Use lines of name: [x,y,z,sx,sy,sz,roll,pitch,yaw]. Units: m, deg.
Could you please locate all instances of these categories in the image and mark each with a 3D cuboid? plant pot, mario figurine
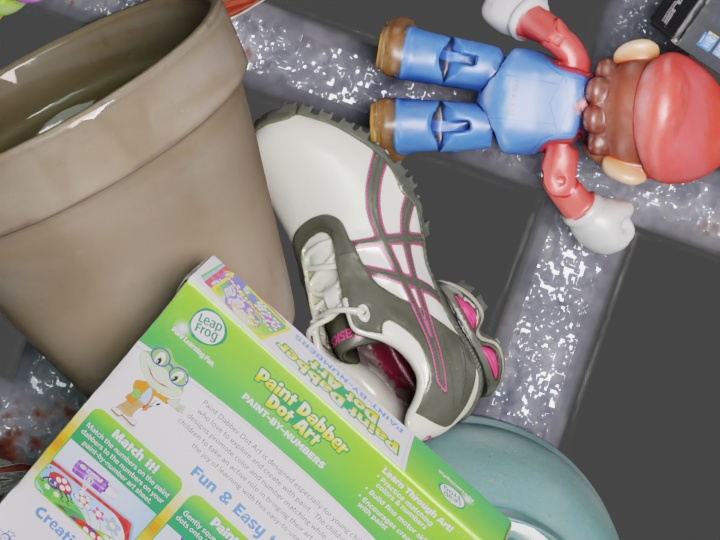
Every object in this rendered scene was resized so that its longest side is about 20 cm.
plant pot: [0.059,0.182,1.130,0.199,0.134,0.201,0,90,-6]
plant pot: [-0.123,-0.023,1.094,0.199,0.200,0.174,-29,109,-4]
mario figurine: [0.107,-0.086,1.173,0.199,0.106,0.124,8,126,5]

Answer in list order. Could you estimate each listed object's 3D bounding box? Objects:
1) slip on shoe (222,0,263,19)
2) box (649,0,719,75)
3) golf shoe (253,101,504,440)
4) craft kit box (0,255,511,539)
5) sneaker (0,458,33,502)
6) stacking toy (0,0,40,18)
slip on shoe: [-0.028,-0.202,1.153,0.200,0.061,0.074,-35,92,-5]
box: [0.284,-0.145,1.152,0.200,0.044,0.161,32,102,-20]
golf shoe: [0.000,0.000,1.135,0.077,0.088,0.200,-34,93,40]
craft kit box: [-0.063,0.130,1.037,0.200,0.049,0.198,42,115,-1]
sneaker: [-0.196,0.132,1.130,0.199,0.082,0.078,1,91,-5]
stacking toy: [-0.193,-0.167,1.070,0.199,0.110,0.117,-12,97,28]
